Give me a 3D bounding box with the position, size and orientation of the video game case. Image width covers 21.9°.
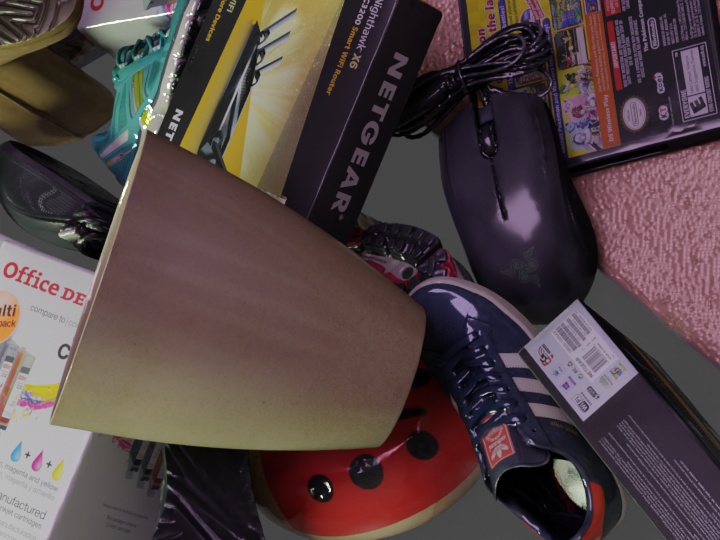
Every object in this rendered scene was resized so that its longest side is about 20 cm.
[{"bbox_3d":[0.159,-0.167,1.295,0.180,0.025,0.201,-13,69,22],"label":"video game case"}]

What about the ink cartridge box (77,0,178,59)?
[{"bbox_3d":[-0.112,-0.248,1.423,0.199,0.084,0.146,-7,72,24],"label":"ink cartridge box"}]

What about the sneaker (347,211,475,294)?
[{"bbox_3d":[0.000,0.000,1.300,0.200,0.075,0.081,27,82,43],"label":"sneaker"}]

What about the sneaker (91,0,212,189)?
[{"bbox_3d":[-0.149,-0.143,1.368,0.080,0.077,0.200,40,125,16],"label":"sneaker"}]

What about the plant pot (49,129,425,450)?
[{"bbox_3d":[-0.068,0.035,1.145,0.199,0.187,0.188,19,81,-10],"label":"plant pot"}]

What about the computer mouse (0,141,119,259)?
[{"bbox_3d":[-0.213,-0.037,1.386,0.200,0.138,0.053,32,97,41],"label":"computer mouse"}]

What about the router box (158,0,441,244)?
[{"bbox_3d":[-0.052,-0.112,1.269,0.157,0.052,0.201,25,95,37],"label":"router box"}]

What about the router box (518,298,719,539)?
[{"bbox_3d":[0.194,0.121,1.109,0.052,0.157,0.200,-42,60,9],"label":"router box"}]

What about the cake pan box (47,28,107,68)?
[{"bbox_3d":[-0.278,-0.276,1.450,0.052,0.200,0.185,-24,62,21],"label":"cake pan box"}]

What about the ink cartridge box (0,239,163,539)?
[{"bbox_3d":[-0.202,0.103,1.323,0.145,0.145,0.201,18,82,30],"label":"ink cartridge box"}]

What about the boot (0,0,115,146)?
[{"bbox_3d":[-0.240,-0.158,1.393,0.174,0.200,0.066,-4,72,23],"label":"boot"}]

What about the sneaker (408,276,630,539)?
[{"bbox_3d":[0.091,0.092,1.168,0.200,0.084,0.075,50,121,5],"label":"sneaker"}]

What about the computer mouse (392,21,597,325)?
[{"bbox_3d":[0.092,-0.059,1.255,0.138,0.053,0.201,-26,77,20],"label":"computer mouse"}]

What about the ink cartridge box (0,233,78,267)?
[{"bbox_3d":[-0.321,0.059,1.391,0.201,0.173,0.044,-67,16,-5],"label":"ink cartridge box"}]

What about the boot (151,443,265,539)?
[{"bbox_3d":[-0.099,0.201,1.211,0.076,0.169,0.201,-1,51,-4],"label":"boot"}]

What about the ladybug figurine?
[{"bbox_3d":[-0.002,0.112,1.260,0.199,0.072,0.136,-16,67,22],"label":"ladybug figurine"}]
